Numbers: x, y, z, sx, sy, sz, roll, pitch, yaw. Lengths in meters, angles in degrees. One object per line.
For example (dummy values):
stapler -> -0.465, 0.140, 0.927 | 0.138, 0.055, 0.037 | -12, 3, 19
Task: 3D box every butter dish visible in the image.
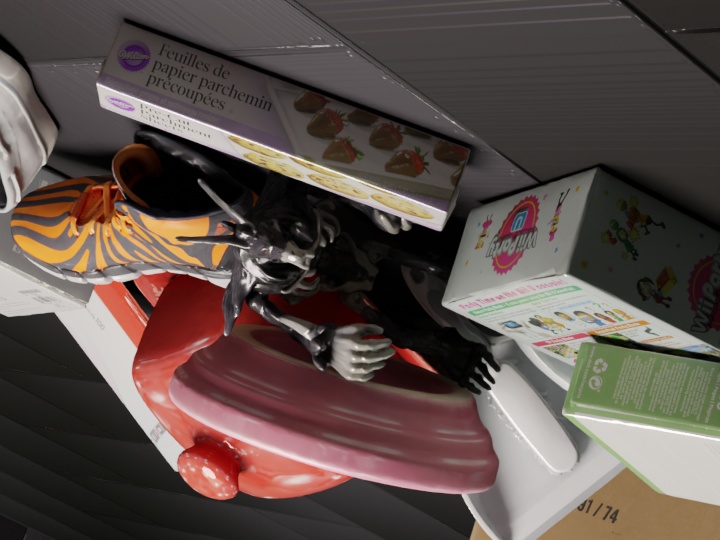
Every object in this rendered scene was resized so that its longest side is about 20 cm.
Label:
butter dish -> -0.068, 0.085, 1.543 | 0.200, 0.148, 0.199 | 48, 146, -19

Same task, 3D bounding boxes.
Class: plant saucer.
plant saucer -> -0.011, 0.076, 1.376 | 0.199, 0.051, 0.201 | 16, -174, -2

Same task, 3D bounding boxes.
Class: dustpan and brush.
dustpan and brush -> 0.090, 0.069, 1.490 | 0.200, 0.139, 0.057 | 51, -176, -5

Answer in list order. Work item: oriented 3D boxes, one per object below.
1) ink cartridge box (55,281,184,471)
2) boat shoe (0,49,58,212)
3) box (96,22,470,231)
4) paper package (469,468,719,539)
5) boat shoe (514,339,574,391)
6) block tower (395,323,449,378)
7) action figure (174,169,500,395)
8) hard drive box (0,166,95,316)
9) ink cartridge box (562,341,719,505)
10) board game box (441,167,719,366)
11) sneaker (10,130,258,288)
ink cartridge box -> -0.169, 0.065, 1.735 | 0.163, 0.057, 0.200 | 53, 175, 5
boat shoe -> -0.237, -0.090, 1.398 | 0.071, 0.069, 0.200 | 18, 165, 9
box -> -0.041, -0.075, 1.243 | 0.199, 0.039, 0.041 | 20, 164, 2
paper package -> 0.181, 0.208, 1.653 | 0.199, 0.192, 0.103 | 12, 163, 26
boat shoe -> 0.162, 0.055, 1.388 | 0.199, 0.072, 0.068 | 20, 166, -25
block tower -> 0.046, 0.074, 1.631 | 0.199, 0.054, 0.058 | 13, 164, 30
action figure -> 0.000, 0.000, 1.324 | 0.199, 0.120, 0.102 | 19, 178, -33
hard drive box -> -0.286, -0.045, 1.611 | 0.199, 0.077, 0.156 | 27, 164, -25
ink cartridge box -> 0.223, 0.097, 1.244 | 0.199, 0.048, 0.145 | 9, 162, 32
board game box -> 0.165, 0.024, 1.271 | 0.199, 0.065, 0.147 | 25, 164, -20
sneaker -> -0.144, -0.045, 1.449 | 0.198, 0.078, 0.112 | 2, 155, 24
